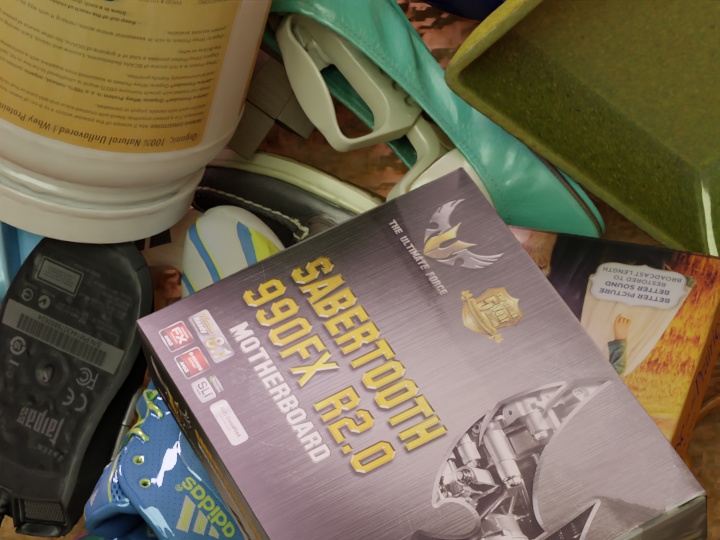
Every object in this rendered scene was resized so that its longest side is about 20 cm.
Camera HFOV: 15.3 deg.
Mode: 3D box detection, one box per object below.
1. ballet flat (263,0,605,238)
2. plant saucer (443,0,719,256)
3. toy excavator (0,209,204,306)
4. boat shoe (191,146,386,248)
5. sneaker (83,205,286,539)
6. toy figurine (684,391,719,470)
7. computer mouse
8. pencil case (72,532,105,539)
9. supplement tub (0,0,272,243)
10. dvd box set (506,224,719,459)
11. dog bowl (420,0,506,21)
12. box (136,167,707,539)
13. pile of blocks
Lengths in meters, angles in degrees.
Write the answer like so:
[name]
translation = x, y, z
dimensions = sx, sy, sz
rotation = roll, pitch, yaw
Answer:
[ballet flat]
translation = 0.023, -0.064, 1.223
dimensions = 0.200, 0.067, 0.070
rotation = 47, 67, 0
[plant saucer]
translation = 0.164, -0.113, 1.184
dimensions = 0.200, 0.200, 0.048
rotation = -40, 41, 22
[toy excavator]
translation = -0.131, -0.018, 1.279
dimensions = 0.199, 0.100, 0.195
rotation = -15, 74, 15
[boat shoe]
translation = 0.000, 0.000, 1.266
dimensions = 0.199, 0.073, 0.065
rotation = 22, 78, 17
[sneaker]
translation = -0.070, 0.065, 1.158
dimensions = 0.105, 0.076, 0.201
rotation = -2, 67, -30
[toy figurine]
translation = 0.112, 0.079, 1.200
dimensions = 0.200, 0.150, 0.184
rotation = 35, 75, 22
[computer mouse]
translation = -0.167, 0.068, 1.224
dimensions = 0.140, 0.046, 0.201
rotation = 17, 91, 23
[pencil case]
translation = -0.114, 0.149, 1.251
dimensions = 0.199, 0.085, 0.093
rotation = -25, 92, 6
[supplement tub]
translation = -0.110, -0.128, 1.168
dimensions = 0.144, 0.145, 0.201
rotation = 29, 124, 18
[dvd box set]
translation = 0.064, 0.067, 1.128
dimensions = 0.146, 0.029, 0.200
rotation = 10, 53, 22
[dog bowl]
translation = 0.070, -0.219, 1.239
dimensions = 0.199, 0.079, 0.201
rotation = -4, 76, 16
[box]
translation = 0.022, 0.067, 1.078
dimensions = 0.158, 0.048, 0.200
rotation = -25, 53, -12
[pile of blocks]
translation = -0.046, -0.132, 1.307
dimensions = 0.082, 0.062, 0.201
rotation = -17, 53, 37
